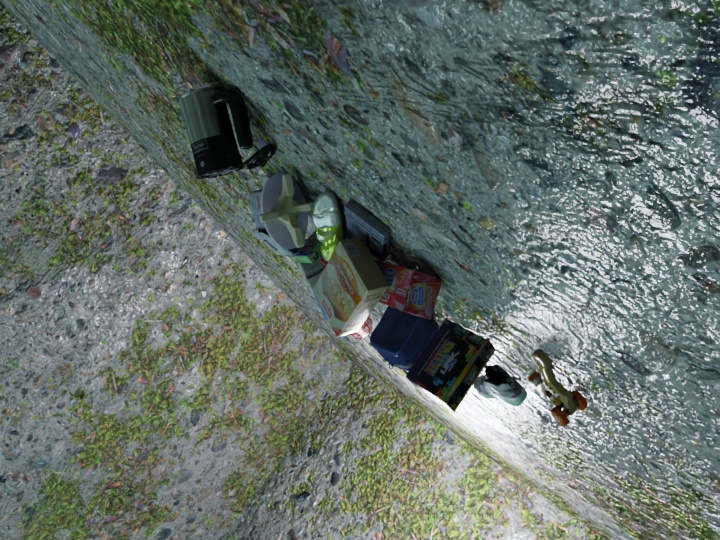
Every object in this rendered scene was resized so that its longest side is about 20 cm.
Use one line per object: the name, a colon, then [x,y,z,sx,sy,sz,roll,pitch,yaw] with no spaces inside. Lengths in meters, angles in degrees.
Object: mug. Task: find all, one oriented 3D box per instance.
mug: [-0.040,0.162,2.396,0.131,0.181,0.200,-13,142,27]

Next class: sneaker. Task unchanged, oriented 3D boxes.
sneaker: [0.371,0.305,1.715,0.140,0.078,0.198,48,156,-24]
sneaker: [-0.076,-0.127,1.555,0.074,0.106,0.204,6,125,10]

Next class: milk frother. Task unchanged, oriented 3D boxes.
milk frother: [-0.317,-0.336,1.455,0.200,0.176,0.193,-34,-70,-74]

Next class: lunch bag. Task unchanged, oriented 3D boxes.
lunch bag: [-0.240,-0.139,1.727,0.169,0.125,0.205,14,120,65]
lunch bag: [0.130,0.195,1.746,0.134,0.202,0.132,19,159,45]

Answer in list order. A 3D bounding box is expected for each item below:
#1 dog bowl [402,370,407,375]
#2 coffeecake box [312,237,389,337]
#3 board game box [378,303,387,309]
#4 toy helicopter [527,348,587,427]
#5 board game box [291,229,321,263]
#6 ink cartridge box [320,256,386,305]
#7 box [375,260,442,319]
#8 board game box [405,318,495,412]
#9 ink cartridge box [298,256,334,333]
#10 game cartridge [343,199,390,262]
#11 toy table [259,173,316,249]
dog bowl: [0.201,0.269,1.928,0.197,0.058,0.204,22,129,30]
coffeecake box: [-0.029,0.044,1.512,0.155,0.072,0.201,59,139,25]
board game box: [0.020,0.048,1.954,0.198,0.034,0.135,35,166,25]
toy helicopter: [0.435,0.254,1.388,0.202,0.078,0.132,61,168,-29]
board game box: [-0.126,-0.077,1.725,0.029,0.134,0.199,50,165,-15]
ink cartridge box: [0.000,0.000,1.669,0.147,0.086,0.199,37,176,-36]
box: [0.101,0.045,1.491,0.094,0.102,0.199,18,180,-29]
board game box: [0.239,0.248,1.601,0.164,0.201,0.057,25,163,47]
ink cartridge box: [-0.101,0.059,1.783,0.201,0.082,0.146,59,174,44]
game cartridge: [0.017,-0.092,1.494,0.129,0.038,0.200,42,168,12]
toy table: [-0.188,-0.156,1.590,0.117,0.181,0.204,17,131,67]
